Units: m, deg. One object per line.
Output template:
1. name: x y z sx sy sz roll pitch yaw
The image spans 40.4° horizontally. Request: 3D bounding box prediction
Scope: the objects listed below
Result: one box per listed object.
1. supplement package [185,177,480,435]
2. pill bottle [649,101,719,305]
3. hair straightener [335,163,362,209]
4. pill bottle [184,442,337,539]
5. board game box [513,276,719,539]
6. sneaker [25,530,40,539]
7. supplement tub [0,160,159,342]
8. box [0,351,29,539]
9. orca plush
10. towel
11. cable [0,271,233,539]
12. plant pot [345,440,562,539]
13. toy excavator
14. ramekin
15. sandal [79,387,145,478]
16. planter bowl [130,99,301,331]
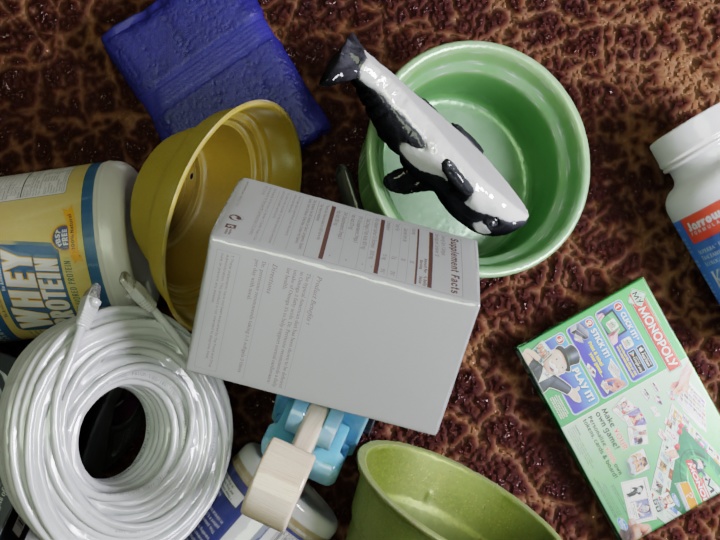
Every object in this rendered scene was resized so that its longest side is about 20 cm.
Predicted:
1. supplement package: -0.018 0.025 0.750 0.197 0.118 0.118 15 116 -2
2. pill bottle: 0.339 -0.043 0.861 0.111 0.112 0.202 -29 84 -1
3. hair straightener: 0.000 0.000 0.905 0.076 0.041 0.203 -10 91 -14
4. pill bottle: -0.122 0.259 0.851 0.111 0.111 0.200 42 88 5
5. board game box: 0.246 0.127 0.891 0.133 0.029 0.202 -28 85 -1
6. sneaker: -0.319 0.246 0.870 0.075 0.089 0.201 -38 84 -2
7. supplement tub: -0.288 -0.013 0.863 0.197 0.145 0.147 -8 85 1
8. box: -0.354 0.161 0.795 0.180 0.104 0.202 19 64 -2
9. orca plush: 0.039 -0.085 0.761 0.199 0.106 0.071 34 117 -29
10. towel: -0.134 -0.176 0.923 0.147 0.050 0.201 -33 85 6
11. cable: -0.194 0.129 0.781 0.200 0.069 0.201 48 57 -32
12. plant pot: 0.048 0.277 0.822 0.198 0.200 0.192 26 100 4
13. toy excavator: -0.041 0.135 0.796 0.099 0.195 0.201 22 58 2
14. ramekin: 0.091 -0.089 0.862 0.197 0.098 0.203 2 83 -12
15. sandal: -0.232 0.150 0.893 0.048 0.075 0.203 20 87 -30
16. planter bowl: -0.135 -0.056 0.832 0.083 0.200 0.203 20 86 22
